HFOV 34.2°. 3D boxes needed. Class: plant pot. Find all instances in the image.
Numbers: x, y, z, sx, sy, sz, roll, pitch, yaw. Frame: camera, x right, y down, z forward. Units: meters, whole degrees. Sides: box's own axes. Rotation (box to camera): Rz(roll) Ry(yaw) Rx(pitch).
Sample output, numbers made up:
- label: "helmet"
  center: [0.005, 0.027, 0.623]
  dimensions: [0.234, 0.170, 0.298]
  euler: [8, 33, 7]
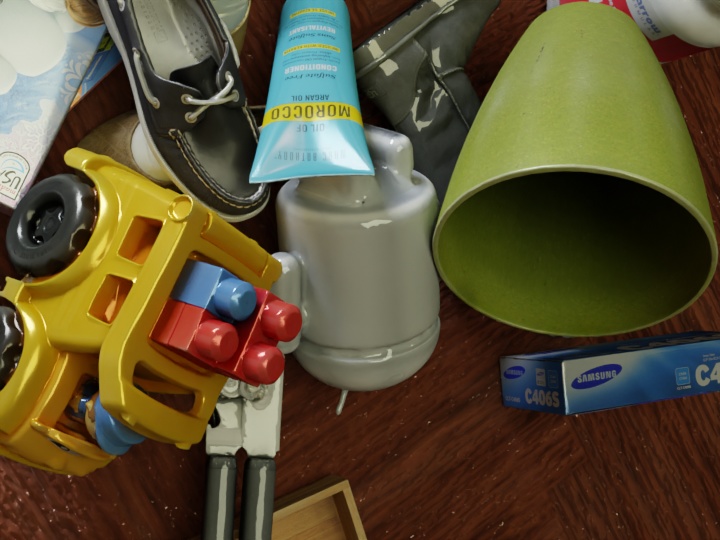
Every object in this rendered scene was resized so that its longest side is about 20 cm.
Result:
- label: "plant pot"
  center: [0.154, -0.088, 0.828]
  dimensions: [0.186, 0.187, 0.201]
  euler: [26, 53, -21]

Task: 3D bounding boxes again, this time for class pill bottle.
- label: "pill bottle"
  center: [0.241, -0.221, 0.910]
  dimensions: [0.111, 0.200, 0.113]
  euler: [1, 88, -23]

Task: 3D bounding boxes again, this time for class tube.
- label: "tube"
  center: [-0.032, -0.121, 0.790]
  dimensions: [0.077, 0.201, 0.051]
  euler: [-7, 132, 4]

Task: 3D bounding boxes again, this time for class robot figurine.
- label: "robot figurine"
  center: [0.000, 0.000, 0.829]
  dimensions: [0.169, 0.113, 0.201]
  euler: [-21, 120, -35]

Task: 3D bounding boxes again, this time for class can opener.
- label: "can opener"
  center: [-0.084, 0.145, 0.813]
  dimensions: [0.052, 0.066, 0.202]
  euler: [4, 76, -13]

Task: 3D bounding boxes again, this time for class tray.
- label: "tray"
  center: [-0.087, 0.233, 0.842]
  dimensions: [0.199, 0.037, 0.099]
  euler: [-20, 96, -24]

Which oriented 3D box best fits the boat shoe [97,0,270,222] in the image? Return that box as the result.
- label: "boat shoe"
  center: [-0.110, -0.128, 0.754]
  dimensions: [0.073, 0.060, 0.201]
  euler: [-22, 91, -23]

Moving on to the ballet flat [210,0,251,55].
- label: "ballet flat"
  center: [-0.107, -0.224, 0.797]
  dimensions: [0.068, 0.063, 0.201]
  euler: [-21, 118, -27]

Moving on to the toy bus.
- label: "toy bus"
  center: [-0.134, 0.046, 0.726]
  dimensions: [0.136, 0.191, 0.201]
  euler: [39, 74, -52]

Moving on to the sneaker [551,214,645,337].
- label: "sneaker"
  center: [0.223, -0.032, 0.935]
  dimensions: [0.080, 0.129, 0.199]
  euler: [46, 72, -17]

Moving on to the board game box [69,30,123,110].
- label: "board game box"
  center: [-0.188, -0.199, 0.819]
  dimensions: [0.103, 0.019, 0.200]
  euler: [46, 72, -14]

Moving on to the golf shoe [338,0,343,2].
- label: "golf shoe"
  center: [-0.015, -0.297, 0.843]
  dimensions: [0.088, 0.077, 0.201]
  euler: [16, 99, -23]

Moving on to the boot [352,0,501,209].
- label: "boot"
  center: [0.090, -0.117, 0.912]
  dimensions: [0.182, 0.072, 0.201]
  euler: [-39, 102, -20]

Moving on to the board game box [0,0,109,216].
- label: "board game box"
  center: [-0.269, -0.168, 0.749]
  dimensions: [0.199, 0.043, 0.200]
  euler: [27, 78, -20]

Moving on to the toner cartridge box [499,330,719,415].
- label: "toner cartridge box"
  center: [0.222, 0.081, 0.951]
  dimensions: [0.199, 0.095, 0.044]
  euler: [-5, 89, -24]

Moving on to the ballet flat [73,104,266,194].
- label: "ballet flat"
  center: [-0.099, -0.089, 0.826]
  dimensions: [0.199, 0.072, 0.068]
  euler: [-5, 90, -24]
